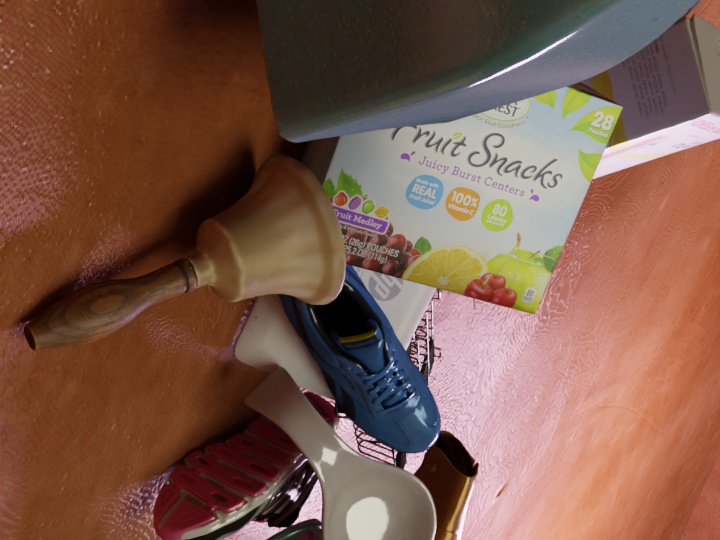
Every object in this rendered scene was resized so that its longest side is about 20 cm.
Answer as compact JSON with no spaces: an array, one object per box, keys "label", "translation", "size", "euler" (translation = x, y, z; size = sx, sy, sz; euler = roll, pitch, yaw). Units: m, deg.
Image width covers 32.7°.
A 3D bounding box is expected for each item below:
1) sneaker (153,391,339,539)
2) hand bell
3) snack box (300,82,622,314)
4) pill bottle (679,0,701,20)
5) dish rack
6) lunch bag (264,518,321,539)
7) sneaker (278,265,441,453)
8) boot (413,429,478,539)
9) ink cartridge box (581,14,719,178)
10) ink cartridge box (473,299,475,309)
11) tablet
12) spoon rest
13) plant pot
[{"label":"sneaker","translation":[-0.087,0.177,0.978],"size":[0.199,0.073,0.089],"euler":[-34,138,-50]},{"label":"hand bell","translation":[-0.117,0.007,0.770],"size":[0.198,0.104,0.105],"euler":[-24,138,-31]},{"label":"snack box","translation":[0.064,-0.076,0.876],"size":[0.198,0.068,0.171],"euler":[15,106,-24]},{"label":"pill bottle","translation":[0.273,-0.289,1.092],"size":[0.200,0.112,0.114],"euler":[-45,150,-28]},{"label":"dish rack","translation":[0.031,0.094,1.080],"size":[0.201,0.054,0.155],"euler":[80,26,-60]},{"label":"lunch bag","translation":[-0.092,0.287,1.013],"size":[0.198,0.077,0.161],"euler":[-29,150,-10]},{"label":"sneaker","translation":[0.004,0.069,0.904],"size":[0.066,0.078,0.201],"euler":[-35,114,-6]},{"label":"boot","translation":[0.058,0.231,1.013],"size":[0.202,0.070,0.145],"euler":[-103,-145,-64]},{"label":"ink cartridge box","translation":[0.221,-0.137,1.058],"size":[0.144,0.198,0.085],"euler":[-3,77,-58]},{"label":"ink cartridge box","translation":[0.084,-0.069,1.020],"size":[0.202,0.039,0.100],"euler":[85,10,-47]},{"label":"tablet","translation":[0.000,0.000,0.930],"size":[0.129,0.014,0.202],"euler":[24,99,-21]},{"label":"spoon rest","translation":[-0.011,0.165,0.935],"size":[0.099,0.060,0.201],"euler":[-41,112,-12]},{"label":"plant pot","translation":[0.073,-0.190,0.668],"size":[0.195,0.198,0.199],"euler":[-16,98,-54]}]
